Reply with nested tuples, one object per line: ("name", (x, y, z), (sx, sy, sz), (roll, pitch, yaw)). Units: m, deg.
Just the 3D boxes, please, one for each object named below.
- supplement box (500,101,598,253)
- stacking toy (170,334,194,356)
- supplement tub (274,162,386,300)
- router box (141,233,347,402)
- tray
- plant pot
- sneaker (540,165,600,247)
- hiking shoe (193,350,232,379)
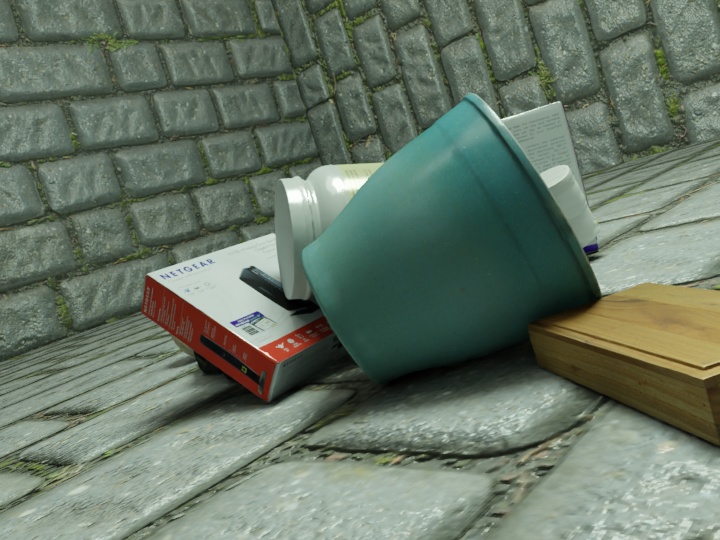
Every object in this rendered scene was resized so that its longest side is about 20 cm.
("supplement box", (0.250, -0.118, 0.955), (0.103, 0.200, 0.101), (-15, 6, 20))
("stacking toy", (-0.188, 0.048, 1.039), (0.200, 0.085, 0.085), (-32, 0, 20))
("supplement tub", (0.018, -0.039, 0.729), (0.200, 0.145, 0.145), (-5, 2, -14))
("router box", (-0.097, 0.039, 0.750), (0.179, 0.049, 0.200), (29, 29, 23))
("tray", (0.185, 0.042, 0.414), (0.098, 0.037, 0.200), (-18, 4, -8))
("plant pot", (0.061, -0.010, 0.579), (0.188, 0.200, 0.200), (-31, 4, 8))
("sneaker", (0.198, -0.037, 0.885), (0.200, 0.116, 0.074), (-26, 25, 30))
("hiking shoe", (-0.172, 0.074, 0.877), (0.076, 0.101, 0.200), (-21, 6, -26))
